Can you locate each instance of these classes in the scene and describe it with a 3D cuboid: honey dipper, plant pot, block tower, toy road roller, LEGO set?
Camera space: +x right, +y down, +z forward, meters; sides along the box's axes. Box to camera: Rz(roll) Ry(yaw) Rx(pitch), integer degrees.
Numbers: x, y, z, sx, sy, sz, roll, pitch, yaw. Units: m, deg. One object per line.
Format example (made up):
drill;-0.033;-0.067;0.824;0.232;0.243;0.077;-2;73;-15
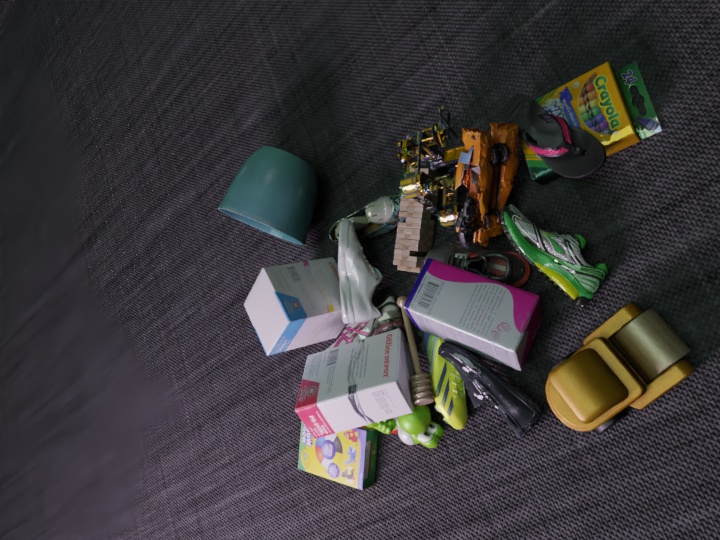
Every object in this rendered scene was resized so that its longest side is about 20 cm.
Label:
honey dipper;0.093;0.137;1.034;0.038;0.038;0.203;-28;60;32
plant pot;-0.182;-0.167;1.246;0.199;0.200;0.163;19;85;36
block tower;0.107;-0.098;1.092;0.057;0.054;0.203;8;95;36
toy road roller;0.358;0.148;0.830;0.200;0.145;0.123;-47;61;24
LEGO set;0.161;-0.168;0.995;0.115;0.199;0.156;-9;60;36

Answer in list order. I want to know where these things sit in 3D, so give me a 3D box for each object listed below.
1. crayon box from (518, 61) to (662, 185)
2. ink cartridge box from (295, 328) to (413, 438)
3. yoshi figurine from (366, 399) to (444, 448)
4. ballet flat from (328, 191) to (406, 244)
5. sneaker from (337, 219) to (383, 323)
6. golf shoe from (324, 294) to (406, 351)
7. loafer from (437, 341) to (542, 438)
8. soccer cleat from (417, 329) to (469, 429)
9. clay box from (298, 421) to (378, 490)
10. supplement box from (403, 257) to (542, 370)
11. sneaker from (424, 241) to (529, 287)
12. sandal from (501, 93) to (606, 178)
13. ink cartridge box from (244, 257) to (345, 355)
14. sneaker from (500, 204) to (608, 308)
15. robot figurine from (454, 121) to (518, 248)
crayon box;0.356;-0.239;0.928;0.198;0.051;0.128;-23;72;33
ink cartridge box;-0.005;0.204;1.054;0.198;0.085;0.145;-19;30;17
yoshi figurine;0.060;0.259;1.071;0.198;0.112;0.114;14;87;34
ballet flat;0.016;-0.101;1.161;0.199;0.074;0.075;-30;68;31
sneaker;0.000;0.000;1.118;0.087;0.075;0.203;-4;78;-2
golf shoe;0.004;0.126;1.152;0.199;0.072;0.093;-32;51;22
loafer;0.205;0.196;0.963;0.200;0.068;0.071;38;90;15
soccer cleat;0.161;0.177;1.027;0.083;0.064;0.203;-23;72;31
clay box;-0.058;0.362;1.184;0.198;0.047;0.117;2;87;36
supplement box;0.188;0.071;0.961;0.198;0.104;0.102;21;72;30
sneaker;0.190;-0.015;1.011;0.198;0.081;0.078;3;88;37
sandal;0.294;-0.213;0.912;0.200;0.045;0.075;48;113;30
ink cartridge box;-0.108;0.068;1.171;0.129;0.198;0.126;59;135;25
sneaker;0.306;-0.038;0.929;0.200;0.078;0.085;44;101;10
robot figurine;0.207;-0.137;0.958;0.058;0.144;0.203;30;128;45
